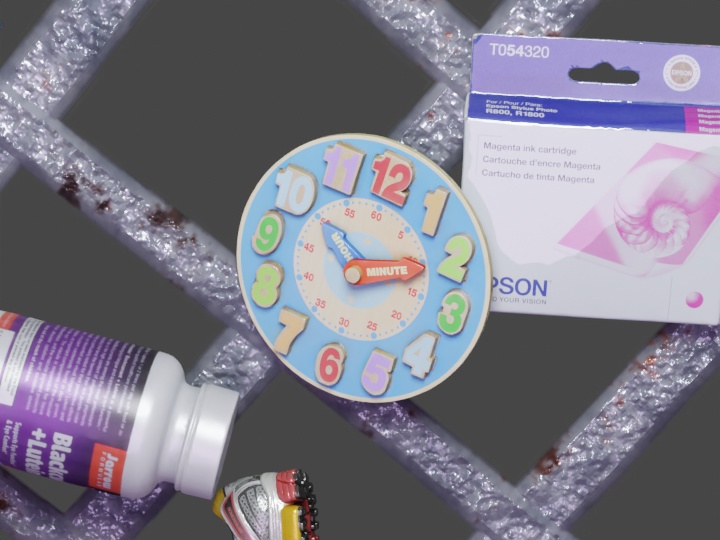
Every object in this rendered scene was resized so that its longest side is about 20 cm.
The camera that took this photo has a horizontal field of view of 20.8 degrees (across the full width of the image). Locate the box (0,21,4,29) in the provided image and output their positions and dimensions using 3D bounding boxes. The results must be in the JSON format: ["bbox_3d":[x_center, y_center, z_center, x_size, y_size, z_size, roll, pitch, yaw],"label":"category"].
[{"bbox_3d":[-0.394,-0.192,1.372,0.199,0.124,0.197,-30,105,13],"label":"box"}]

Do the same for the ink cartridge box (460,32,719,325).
[{"bbox_3d":[0.169,-0.064,1.411,0.195,0.043,0.201,3,109,4],"label":"ink cartridge box"}]

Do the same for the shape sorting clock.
[{"bbox_3d":[0.000,0.000,1.424,0.199,0.039,0.201,4,102,21],"label":"shape sorting clock"}]

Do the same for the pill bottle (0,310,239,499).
[{"bbox_3d":[-0.195,0.105,1.454,0.199,0.111,0.112,14,108,0],"label":"pill bottle"}]

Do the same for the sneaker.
[{"bbox_3d":[-0.071,0.252,1.518,0.082,0.078,0.201,-4,98,10],"label":"sneaker"}]
